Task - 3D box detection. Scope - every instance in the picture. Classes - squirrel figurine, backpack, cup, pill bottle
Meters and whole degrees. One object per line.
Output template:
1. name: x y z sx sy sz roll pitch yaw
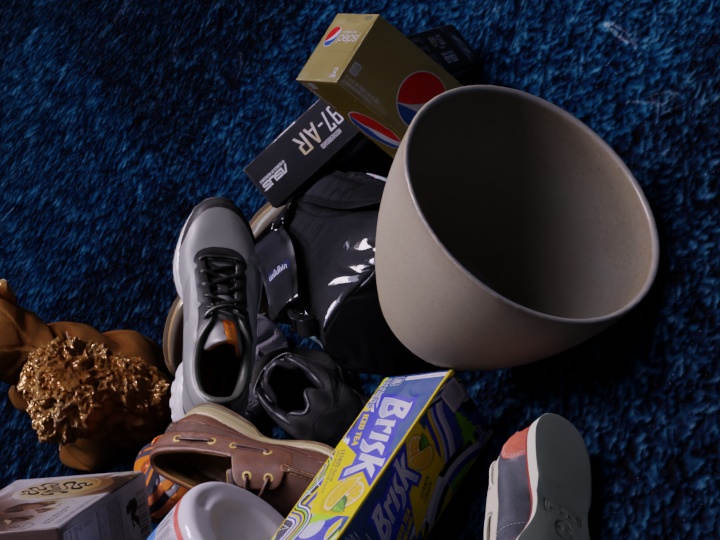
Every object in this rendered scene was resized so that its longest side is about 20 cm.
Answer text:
1. squirrel figurine: -0.267 0.087 1.989 0.142 0.187 0.200 -58 28 -8
2. backpack: 0.000 0.000 1.740 0.167 0.127 0.200 -44 24 -7
3. cup: 0.088 -0.009 1.569 0.143 0.200 0.201 -51 22 45
4. pill bottle: -0.133 0.254 1.583 0.200 0.112 0.112 -50 26 26

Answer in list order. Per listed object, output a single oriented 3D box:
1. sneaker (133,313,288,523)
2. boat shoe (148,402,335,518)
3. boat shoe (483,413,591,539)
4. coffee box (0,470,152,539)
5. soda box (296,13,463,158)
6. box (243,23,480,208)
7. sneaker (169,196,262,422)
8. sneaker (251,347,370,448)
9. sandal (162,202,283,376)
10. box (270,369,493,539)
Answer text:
1. sneaker: -0.136 0.126 1.863 0.112 0.078 0.200 -39 15 52
2. boat shoe: -0.071 0.161 1.653 0.200 0.072 0.068 20 32 31
3. boat shoe: 0.108 0.181 1.425 0.063 0.071 0.200 -41 28 36
4. coffee box: -0.243 0.215 1.697 0.113 0.080 0.200 -5 6 14
5. soda box: 0.052 -0.114 1.705 0.064 0.200 0.068 -59 28 -11
6. box: 0.005 -0.132 1.857 0.160 0.044 0.200 -41 -5 21
7. sneaker: -0.109 0.034 1.769 0.079 0.074 0.201 129 144 -65
8. sneaker: -0.047 0.093 1.746 0.076 0.091 0.200 -58 26 -3
9. sandal: -0.099 0.018 1.945 0.200 0.080 0.054 -48 49 2
10. box: 0.011 0.158 1.543 0.070 0.064 0.200 -10 32 42
